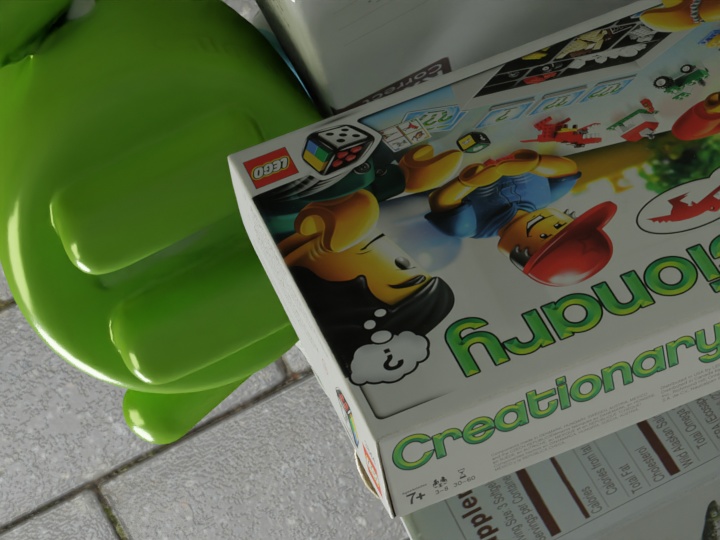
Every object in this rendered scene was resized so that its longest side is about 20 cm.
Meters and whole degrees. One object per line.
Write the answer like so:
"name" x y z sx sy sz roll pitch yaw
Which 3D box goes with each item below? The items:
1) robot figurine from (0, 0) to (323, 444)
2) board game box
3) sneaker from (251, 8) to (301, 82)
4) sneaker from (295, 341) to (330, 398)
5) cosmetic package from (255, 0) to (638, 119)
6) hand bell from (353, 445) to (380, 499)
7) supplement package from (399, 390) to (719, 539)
"robot figurine" -0.069 -0.033 0.927 0.176 0.116 0.200 62 178 -25
"board game box" 0.077 -0.019 0.750 0.126 0.200 0.035 -119 11 -46
"sneaker" 0.064 -0.079 1.034 0.200 0.131 0.080 33 169 -17
"sneaker" -0.022 -0.006 1.041 0.086 0.078 0.200 32 -173 -31
"cosmetic package" 0.023 -0.157 0.888 0.165 0.165 0.200 62 179 16
"hand bell" 0.000 0.000 1.148 0.200 0.104 0.104 51 170 45
"supplement package" 0.121 0.074 0.879 0.117 0.200 0.117 63 179 -31
